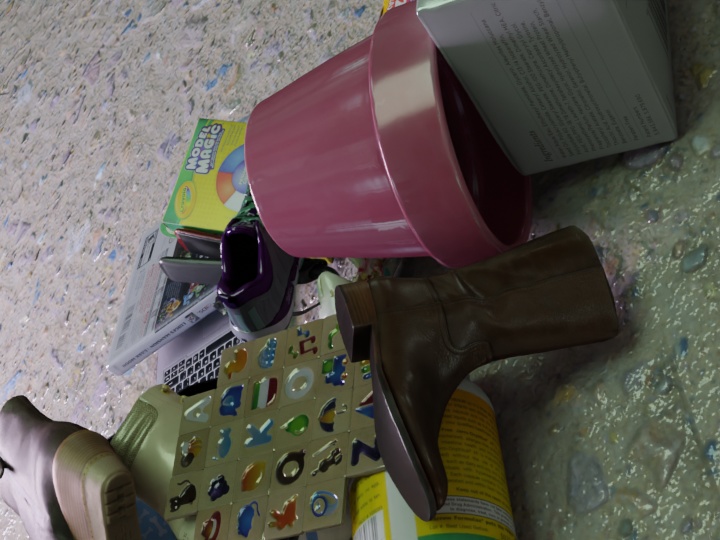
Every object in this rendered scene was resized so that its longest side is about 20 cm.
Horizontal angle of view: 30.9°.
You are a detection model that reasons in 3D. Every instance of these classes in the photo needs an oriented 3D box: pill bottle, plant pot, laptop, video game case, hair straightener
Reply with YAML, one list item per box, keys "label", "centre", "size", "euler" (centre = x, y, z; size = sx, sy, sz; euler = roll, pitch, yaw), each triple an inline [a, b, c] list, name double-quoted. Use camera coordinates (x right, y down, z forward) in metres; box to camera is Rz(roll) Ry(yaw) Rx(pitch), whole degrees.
- label: "pill bottle"
  centre: [0.046, 0.143, 0.911]
  size: [0.112, 0.112, 0.202]
  euler: [-35, 43, 30]
- label: "plant pot"
  centre: [0.018, -0.091, 0.998]
  size: [0.177, 0.200, 0.202]
  euler: [-13, 54, 25]
- label: "laptop"
  centre: [-0.173, 0.082, 1.214]
  size: [0.186, 0.115, 0.202]
  euler: [-32, 44, 32]
- label: "video game case"
  centre: [-0.179, -0.008, 1.332]
  size: [0.181, 0.023, 0.201]
  euler: [-34, 32, 31]
- label: "hair straightener"
  centre: [-0.100, 0.015, 1.179]
  size: [0.198, 0.041, 0.078]
  euler: [14, 59, 24]

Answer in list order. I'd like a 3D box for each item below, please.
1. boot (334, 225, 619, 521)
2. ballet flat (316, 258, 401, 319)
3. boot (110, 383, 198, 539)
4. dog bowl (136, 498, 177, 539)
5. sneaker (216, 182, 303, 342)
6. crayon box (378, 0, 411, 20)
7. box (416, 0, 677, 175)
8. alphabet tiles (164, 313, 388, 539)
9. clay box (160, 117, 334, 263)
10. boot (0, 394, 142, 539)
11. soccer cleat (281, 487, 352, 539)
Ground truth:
- label: "boot"
  centre: [0.099, 0.060, 0.868]
  size: [0.065, 0.197, 0.188]
  euler: [99, 156, -55]
- label: "ballet flat"
  centre: [0.000, 0.000, 1.097]
  size: [0.076, 0.063, 0.202]
  euler: [117, 176, -74]
- label: "boot"
  centre: [-0.096, 0.124, 1.030]
  size: [0.155, 0.073, 0.200]
  euler: [29, 67, 35]
- label: "dog bowl"
  centre: [-0.185, 0.207, 1.127]
  size: [0.111, 0.049, 0.201]
  euler: [-44, 13, 28]
- label: "sneaker"
  centre: [-0.080, -0.043, 1.124]
  size: [0.073, 0.088, 0.202]
  euler: [-2, 61, 16]
- label: "crayon box"
  centre: [0.076, -0.231, 1.177]
  size: [0.118, 0.058, 0.202]
  euler: [-9, 59, 47]
- label: "box"
  centre: [0.140, -0.214, 0.950]
  size: [0.129, 0.200, 0.201]
  euler: [-12, 55, 25]
- label: "alphabet tiles"
  centre: [-0.059, 0.115, 0.933]
  size: [0.198, 0.006, 0.168]
  euler: [-18, 51, 31]
- label: "clay box"
  centre: [-0.103, -0.079, 1.237]
  size: [0.198, 0.048, 0.116]
  euler: [8, 71, 26]
- label: "boot"
  centre: [-0.231, 0.212, 1.027]
  size: [0.165, 0.072, 0.203]
  euler: [19, 111, 45]
- label: "soccer cleat"
  centre: [-0.034, 0.255, 0.971]
  size: [0.070, 0.085, 0.203]
  euler: [-86, 11, -75]
